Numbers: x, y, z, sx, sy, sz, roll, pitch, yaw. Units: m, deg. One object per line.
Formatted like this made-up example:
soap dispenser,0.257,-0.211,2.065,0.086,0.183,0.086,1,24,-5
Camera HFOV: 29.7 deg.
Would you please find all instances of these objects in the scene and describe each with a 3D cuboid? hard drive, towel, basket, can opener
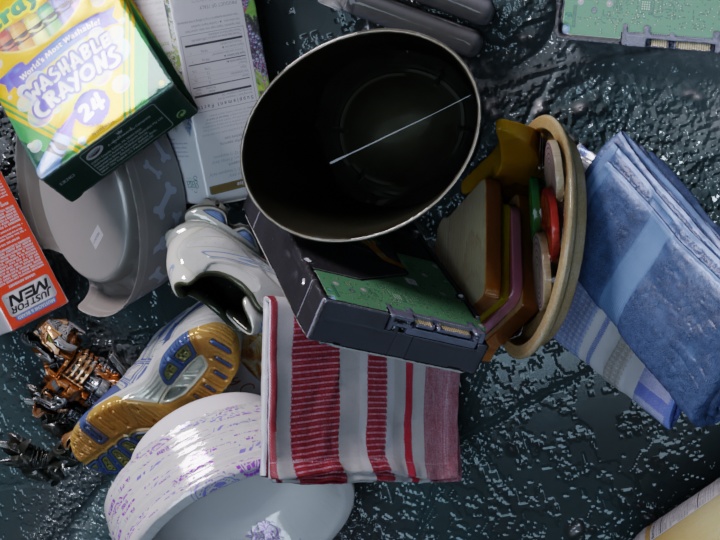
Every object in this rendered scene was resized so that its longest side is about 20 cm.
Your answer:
hard drive,0.000,0.000,1.019,0.139,0.200,0.038,13,113,-26
towel,0.006,0.097,1.082,0.023,0.199,0.145,-10,77,49
hard drive,0.223,-0.269,1.014,0.139,0.038,0.202,7,105,16
towel,0.213,0.005,0.960,0.200,0.048,0.112,57,132,36
basket,0.023,-0.106,1.026,0.179,0.200,0.137,-25,92,17
can opener,0.009,-0.230,1.091,0.199,0.067,0.054,20,109,-2
towel,0.197,0.008,1.039,0.200,0.024,0.148,43,120,46

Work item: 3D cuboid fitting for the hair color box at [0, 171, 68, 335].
hair color box,-0.345,-0.041,1.212,0.111,0.064,0.201,-16,101,61

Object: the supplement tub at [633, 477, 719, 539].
supplement tub,0.300,0.237,1.061,0.200,0.144,0.145,-41,89,22

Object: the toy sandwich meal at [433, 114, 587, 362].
toy sandwich meal,0.109,-0.025,1.039,0.070,0.205,0.207,6,107,-11

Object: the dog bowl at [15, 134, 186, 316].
dog bowl,-0.219,-0.064,1.153,0.199,0.058,0.201,23,121,44

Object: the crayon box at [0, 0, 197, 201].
crayon box,-0.230,-0.171,1.073,0.125,0.052,0.201,-35,64,4

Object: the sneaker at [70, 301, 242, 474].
sneaker,-0.168,0.098,1.169,0.200,0.088,0.075,-39,112,23

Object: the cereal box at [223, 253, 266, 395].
cereal box,-0.084,0.086,1.200,0.144,0.040,0.200,46,112,2

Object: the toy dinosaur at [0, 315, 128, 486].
toy dinosaur,-0.248,0.135,1.230,0.135,0.102,0.201,-23,96,22

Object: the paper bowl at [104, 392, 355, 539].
paper bowl,-0.113,0.179,1.125,0.201,0.200,0.105,-44,52,22

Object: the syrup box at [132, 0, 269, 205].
syrup box,-0.128,-0.158,1.118,0.079,0.081,0.201,7,111,56

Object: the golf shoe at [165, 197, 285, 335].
golf shoe,-0.070,0.030,1.088,0.199,0.098,0.078,26,126,-17
